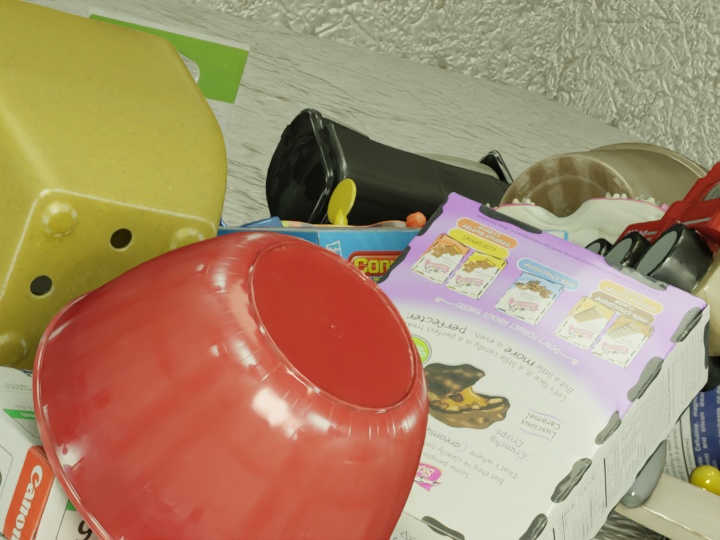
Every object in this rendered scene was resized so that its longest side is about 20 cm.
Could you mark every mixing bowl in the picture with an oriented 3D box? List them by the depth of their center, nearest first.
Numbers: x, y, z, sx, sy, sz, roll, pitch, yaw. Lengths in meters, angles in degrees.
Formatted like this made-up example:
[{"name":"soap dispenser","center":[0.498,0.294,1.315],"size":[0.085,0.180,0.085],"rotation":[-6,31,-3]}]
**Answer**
[{"name":"mixing bowl","center":[-0.042,0.056,1.071],"size":[0.199,0.108,0.201],"rotation":[29,36,-23]}]

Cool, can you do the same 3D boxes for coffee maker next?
[{"name":"coffee maker","center":[0.038,-0.041,1.890],"size":[0.199,0.136,0.192],"rotation":[12,13,-29]}]

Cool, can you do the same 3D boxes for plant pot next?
[{"name":"plant pot","center":[-0.186,-0.028,1.324],"size":[0.193,0.197,0.200],"rotation":[12,22,-34]},{"name":"plant pot","center":[0.183,-0.012,1.736],"size":[0.199,0.201,0.173],"rotation":[24,1,27]}]

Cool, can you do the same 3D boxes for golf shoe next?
[{"name":"golf shoe","center":[0.129,0.001,1.527],"size":[0.199,0.092,0.075],"rotation":[-4,-22,46]}]

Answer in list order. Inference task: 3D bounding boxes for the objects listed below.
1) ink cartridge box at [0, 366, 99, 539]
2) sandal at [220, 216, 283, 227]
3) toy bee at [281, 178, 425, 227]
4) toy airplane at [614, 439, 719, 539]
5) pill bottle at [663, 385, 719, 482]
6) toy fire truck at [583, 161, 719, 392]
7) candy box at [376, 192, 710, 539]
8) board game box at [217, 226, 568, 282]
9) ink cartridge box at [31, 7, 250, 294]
[{"name":"ink cartridge box","center":[-0.123,0.106,1.094],"size":[0.108,0.051,0.200],"rotation":[11,13,-40]},{"name":"sandal","center":[-0.073,0.001,1.621],"size":[0.199,0.088,0.080],"rotation":[21,9,1]},{"name":"toy bee","center":[0.005,-0.014,1.706],"size":[0.199,0.109,0.132],"rotation":[-9,61,-23]},{"name":"toy airplane","center":[0.223,0.143,1.261],"size":[0.199,0.142,0.199],"rotation":[13,16,-42]},{"name":"pill bottle","center":[0.207,0.094,1.445],"size":[0.199,0.112,0.111],"rotation":[-3,1,25]},{"name":"toy fire truck","center":[0.239,-0.025,1.337],"size":[0.128,0.200,0.176],"rotation":[40,-12,-10]},{"name":"candy box","center":[0.067,0.073,1.226],"size":[0.167,0.072,0.200],"rotation":[25,57,27]},{"name":"board game box","center":[0.000,0.000,1.485],"size":[0.195,0.056,0.199],"rotation":[-1,2,-35]},{"name":"ink cartridge box","center":[-0.172,-0.075,1.512],"size":[0.147,0.201,0.076],"rotation":[8,14,-45]}]
